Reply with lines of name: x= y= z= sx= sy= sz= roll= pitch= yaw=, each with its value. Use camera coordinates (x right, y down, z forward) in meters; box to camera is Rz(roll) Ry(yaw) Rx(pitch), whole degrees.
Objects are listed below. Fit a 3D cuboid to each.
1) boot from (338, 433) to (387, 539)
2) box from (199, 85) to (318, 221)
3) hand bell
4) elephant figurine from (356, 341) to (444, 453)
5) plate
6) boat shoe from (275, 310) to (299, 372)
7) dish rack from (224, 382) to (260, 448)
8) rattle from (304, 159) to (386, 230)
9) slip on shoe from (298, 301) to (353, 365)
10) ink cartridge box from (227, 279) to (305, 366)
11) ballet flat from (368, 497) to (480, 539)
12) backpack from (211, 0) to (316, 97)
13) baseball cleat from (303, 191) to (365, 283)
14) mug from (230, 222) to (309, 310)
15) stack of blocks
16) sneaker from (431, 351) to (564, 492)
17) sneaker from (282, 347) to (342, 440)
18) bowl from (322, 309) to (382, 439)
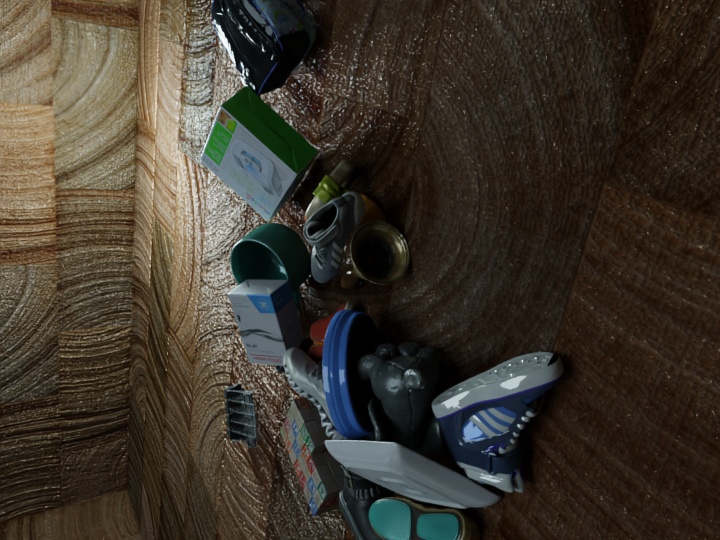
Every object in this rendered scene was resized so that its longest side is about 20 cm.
boot: x=0.023 y=0.380 z=0.993 sx=0.210 sy=0.078 sz=0.162 roll=30 pitch=118 yaw=53
box: x=-0.213 y=-0.239 z=1.204 sx=0.199 sy=0.097 sz=0.176 roll=42 pitch=139 yaw=-5
hand bell: x=0.000 y=0.000 z=1.007 sx=0.200 sy=0.102 sz=0.107 roll=139 pitch=122 yaw=-64
elephant figurine: x=0.070 y=0.222 z=0.872 sx=0.139 sy=0.154 sz=0.206 roll=4 pitch=102 yaw=34
plate: x=0.065 y=0.294 z=0.825 sx=0.199 sy=0.197 sz=0.033 roll=-22 pitch=42 yaw=55
boat shoe: x=-0.176 y=0.128 z=1.293 sx=0.069 sy=0.065 sz=0.206 roll=-12 pitch=83 yaw=56
dish rack: x=-0.307 y=0.387 z=1.537 sx=0.198 sy=0.053 sz=0.158 roll=-10 pitch=86 yaw=55
rattle: x=-0.031 y=-0.106 z=1.077 sx=0.200 sy=0.140 sz=0.133 roll=124 pitch=166 yaw=-63
slip on shoe: x=-0.066 y=0.121 z=1.108 sx=0.200 sy=0.060 sz=0.075 roll=-50 pitch=22 yaw=49
ink cartridge box: x=-0.182 y=0.125 z=1.181 sx=0.113 sy=0.067 sz=0.205 roll=0 pitch=114 yaw=30
ballet flat: x=0.095 y=0.389 z=0.877 sx=0.198 sy=0.062 sz=0.070 roll=-12 pitch=59 yaw=48
backpack: x=-0.198 y=-0.487 z=1.165 sx=0.202 sy=0.146 sz=0.182 roll=55 pitch=142 yaw=-1
baseball cleat: x=-0.063 y=-0.049 z=0.957 sx=0.070 sy=0.105 sz=0.202 roll=47 pitch=133 yaw=24
mug: x=-0.184 y=-0.008 z=1.228 sx=0.149 sy=0.115 sz=0.188 roll=24 pitch=128 yaw=16
stack of blocks: x=-0.093 y=0.377 z=1.193 sx=0.202 sy=0.057 sz=0.117 roll=58 pitch=138 yaw=36
sneaker: x=0.194 y=0.201 z=0.730 sx=0.198 sy=0.080 sz=0.149 roll=-31 pitch=88 yaw=37
sneaker: x=-0.068 y=0.222 z=1.097 sx=0.201 sy=0.075 sz=0.081 roll=51 pitch=130 yaw=2
bowl: x=-0.003 y=0.164 z=0.932 sx=0.038 sy=0.200 sz=0.206 roll=-8 pitch=86 yaw=20
